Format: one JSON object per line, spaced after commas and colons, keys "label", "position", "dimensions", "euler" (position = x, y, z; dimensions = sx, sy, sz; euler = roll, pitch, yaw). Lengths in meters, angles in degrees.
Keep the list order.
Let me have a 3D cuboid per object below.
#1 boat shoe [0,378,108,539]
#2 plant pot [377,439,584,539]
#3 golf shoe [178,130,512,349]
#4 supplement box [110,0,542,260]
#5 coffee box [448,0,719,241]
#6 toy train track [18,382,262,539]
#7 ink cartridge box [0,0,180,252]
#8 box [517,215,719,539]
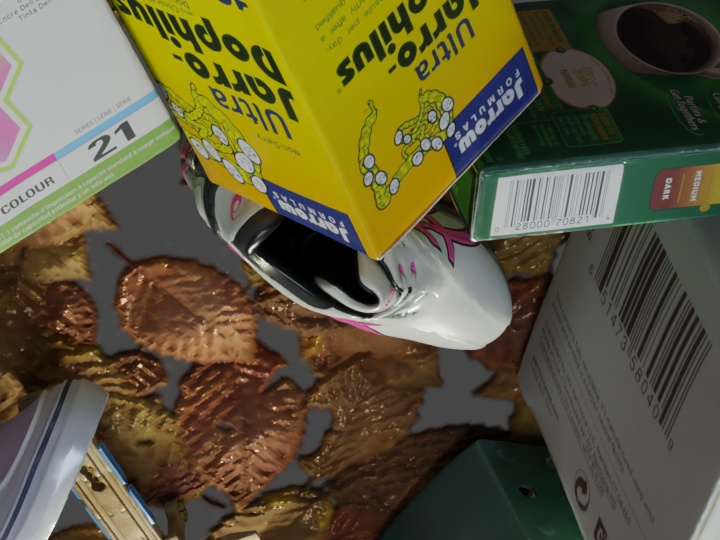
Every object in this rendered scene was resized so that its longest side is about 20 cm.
{"label": "boat shoe", "position": [-0.185, 0.113, 0.951], "dimensions": [0.067, 0.074, 0.200], "euler": [26, 131, -10]}
{"label": "plant pot", "position": [0.081, 0.201, 1.090], "dimensions": [0.141, 0.141, 0.200], "euler": [10, 120, -25]}
{"label": "golf shoe", "position": [0.000, 0.000, 0.910], "dimensions": [0.200, 0.092, 0.073], "euler": [28, 116, -37]}
{"label": "supplement box", "position": [-0.026, -0.120, 0.752], "dimensions": [0.110, 0.109, 0.200], "euler": [-46, 137, -20]}
{"label": "coffee box", "position": [0.128, -0.073, 0.863], "dimensions": [0.200, 0.123, 0.044], "euler": [-8, 132, -13]}
{"label": "toy train track", "position": [-0.120, 0.125, 1.030], "dimensions": [0.115, 0.033, 0.200], "euler": [-20, 129, 11]}
{"label": "ink cartridge box", "position": [-0.181, -0.099, 0.749], "dimensions": [0.148, 0.076, 0.200], "euler": [-33, 134, -7]}
{"label": "box", "position": [0.201, 0.053, 0.947], "dimensions": [0.171, 0.199, 0.200], "euler": [0, 133, -18]}
